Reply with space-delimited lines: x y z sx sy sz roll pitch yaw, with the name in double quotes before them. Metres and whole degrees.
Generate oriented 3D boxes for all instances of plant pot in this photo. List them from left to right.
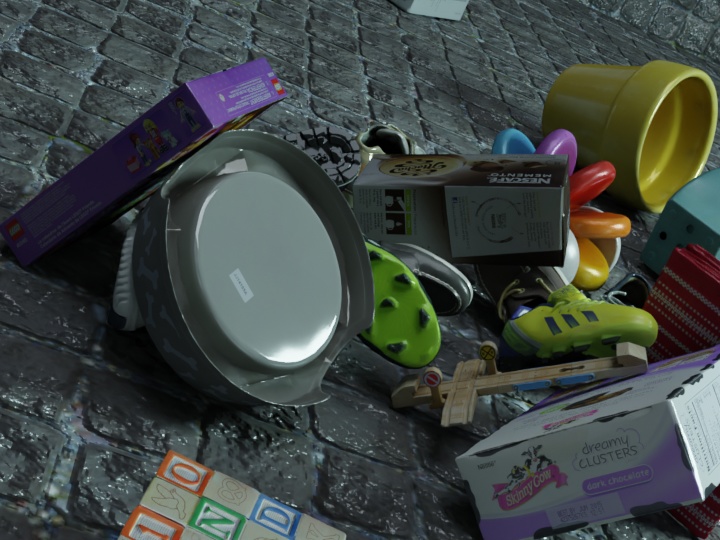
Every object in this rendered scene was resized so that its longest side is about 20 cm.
"plant pot" 0.364 -0.201 1.754 0.188 0.203 0.200 24 17 39
"plant pot" 0.450 -0.035 1.558 0.199 0.142 0.141 -9 41 -42

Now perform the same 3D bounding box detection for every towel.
"towel" 0.268 0.097 1.010 0.022 0.202 0.144 -11 43 -45

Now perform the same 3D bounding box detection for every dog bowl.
"dog bowl" -0.077 0.004 0.901 0.199 0.058 0.202 21 60 -41

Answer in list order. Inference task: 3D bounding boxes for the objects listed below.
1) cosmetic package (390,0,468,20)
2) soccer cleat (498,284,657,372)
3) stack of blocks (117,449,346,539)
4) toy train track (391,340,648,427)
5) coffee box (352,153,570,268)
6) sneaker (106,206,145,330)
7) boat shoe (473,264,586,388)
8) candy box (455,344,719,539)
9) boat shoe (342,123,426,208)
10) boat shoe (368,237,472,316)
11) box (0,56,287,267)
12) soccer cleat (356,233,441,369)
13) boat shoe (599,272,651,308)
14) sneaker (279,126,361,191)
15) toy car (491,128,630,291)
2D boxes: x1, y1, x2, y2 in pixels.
"cosmetic package" 0.098 -0.568 2.234 0.200 0.166 0.164 40 27 30
"soccer cleat" 0.177 0.045 1.055 0.064 0.085 0.200 19 -18 -19
"stack of blocks" -0.085 0.187 0.639 0.114 0.059 0.200 26 24 -2
"toy train track" 0.118 0.074 0.967 0.198 0.033 0.115 -9 18 15
"coffee box" 0.100 -0.060 1.211 0.197 0.081 0.113 2 20 13
"sneaker" -0.111 0.004 0.958 0.128 0.080 0.199 17 14 -1
"boat shoe" 0.166 0.040 1.188 0.059 0.072 0.200 4 37 -44
"candy box" 0.189 0.123 0.916 0.199 0.167 0.072 -17 87 -58
"boat shoe" 0.032 -0.119 1.371 0.074 0.069 0.200 32 24 12
"boat shoe" 0.000 0.000 1.114 0.198 0.067 0.057 25 42 9
"box" -0.161 -0.083 0.946 0.039 0.199 0.137 56 26 -3
"soccer cleat" -0.003 0.005 1.031 0.200 0.068 0.081 45 -1 21
"boat shoe" 0.262 0.058 1.256 0.074 0.062 0.200 32 25 8
"sneaker" -0.102 -0.082 1.178 0.197 0.088 0.077 -2 72 -15
"toy car" 0.199 -0.074 1.350 0.199 0.151 0.174 37 26 23
